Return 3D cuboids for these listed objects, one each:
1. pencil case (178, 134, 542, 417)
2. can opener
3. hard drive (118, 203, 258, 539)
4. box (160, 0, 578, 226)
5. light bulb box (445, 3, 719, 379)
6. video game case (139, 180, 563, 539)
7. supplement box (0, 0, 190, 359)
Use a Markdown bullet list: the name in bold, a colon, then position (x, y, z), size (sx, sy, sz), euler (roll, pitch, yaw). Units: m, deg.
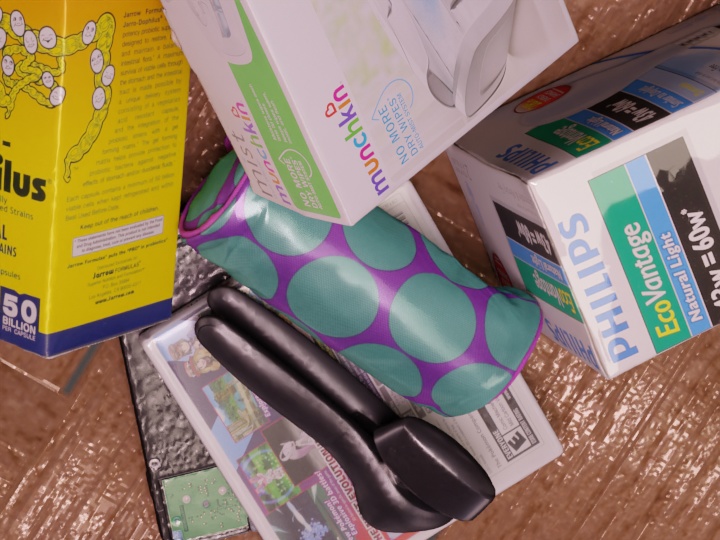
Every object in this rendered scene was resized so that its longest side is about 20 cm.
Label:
- **pencil case**: position (0.000, 0.000, 1.429), size (0.200, 0.092, 0.085), euler (35, 130, -15)
- **can opener**: position (-0.012, 0.078, 1.463), size (0.200, 0.063, 0.079), euler (40, 119, -9)
- **hard drive**: position (-0.070, 0.054, 1.515), size (0.140, 0.038, 0.200), euler (-14, 104, -9)
- **box**: position (-0.008, -0.158, 1.316), size (0.176, 0.097, 0.200), euler (-39, 124, -23)
- **light bulb box**: position (0.177, -0.052, 1.460), size (0.200, 0.198, 0.125), euler (-25, 105, -7)
- **video game case**: position (-0.003, 0.073, 1.504), size (0.182, 0.023, 0.200), euler (-32, 108, -4)
- **supplement box**: position (-0.171, -0.069, 1.398), size (0.109, 0.109, 0.200), euler (-18, 118, -53)
